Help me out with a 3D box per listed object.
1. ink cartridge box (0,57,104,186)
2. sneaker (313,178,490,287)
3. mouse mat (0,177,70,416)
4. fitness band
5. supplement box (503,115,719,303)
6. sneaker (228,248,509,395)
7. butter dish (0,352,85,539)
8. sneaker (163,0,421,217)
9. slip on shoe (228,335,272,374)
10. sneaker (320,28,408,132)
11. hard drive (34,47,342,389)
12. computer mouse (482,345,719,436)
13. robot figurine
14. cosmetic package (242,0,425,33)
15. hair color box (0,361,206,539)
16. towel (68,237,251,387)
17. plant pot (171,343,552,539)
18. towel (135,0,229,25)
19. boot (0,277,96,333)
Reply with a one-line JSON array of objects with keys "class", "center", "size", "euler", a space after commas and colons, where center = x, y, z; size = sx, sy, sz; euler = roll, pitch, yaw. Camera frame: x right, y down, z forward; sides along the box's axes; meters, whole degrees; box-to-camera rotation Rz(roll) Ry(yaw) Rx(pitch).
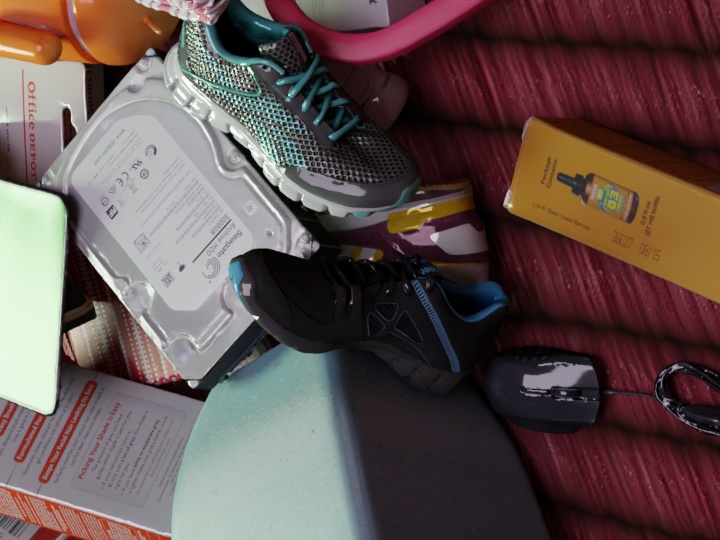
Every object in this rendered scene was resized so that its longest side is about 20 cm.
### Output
[{"class": "ink cartridge box", "center": [-0.261, -0.114, 1.692], "size": [0.200, 0.067, 0.117], "euler": [7, 102, 37]}, {"class": "sneaker", "center": [0.000, 0.000, 1.504], "size": [0.200, 0.075, 0.090], "euler": [-16, 86, 40]}, {"class": "mouse mat", "center": [-0.275, 0.008, 1.578], "size": [0.200, 0.008, 0.161], "euler": [16, 106, 44]}, {"class": "fitness band", "center": [0.024, -0.221, 1.425], "size": [0.200, 0.037, 0.144], "euler": [-31, 88, 10]}, {"class": "supplement box", "center": [0.191, -0.036, 1.356], "size": [0.200, 0.069, 0.067], "euler": [25, 111, 31]}, {"class": "sneaker", "center": [0.006, 0.014, 1.400], "size": [0.082, 0.200, 0.073], "euler": [-49, 42, 29]}, {"class": "butter dish", "center": [-0.246, 0.196, 1.686], "size": [0.200, 0.199, 0.148], "euler": [39, 160, 27]}, {"class": "sneaker", "center": [-0.045, -0.111, 1.405], "size": [0.200, 0.078, 0.091], "euler": [33, 145, 15]}, {"class": "slip on shoe", "center": [-0.119, 0.000, 1.601], "size": [0.200, 0.061, 0.074], "euler": [53, 135, 22]}, {"class": "sneaker", "center": [-0.062, -0.105, 1.521], "size": [0.200, 0.075, 0.081], "euler": [-28, 120, 32]}, {"class": "hard drive", "center": [-0.122, -0.036, 1.487], "size": [0.140, 0.038, 0.200], "euler": [-47, 68, 17]}, {"class": "computer mouse", "center": [0.161, 0.083, 1.417], "size": [0.200, 0.034, 0.059], "euler": [3, 98, 37]}, {"class": "robot figurine", "center": [-0.212, -0.212, 1.589], "size": [0.200, 0.144, 0.117], "euler": [9, 101, 26]}, {"class": "cosmetic package", "center": [-0.037, -0.259, 1.507], "size": [0.151, 0.052, 0.200], "euler": [-3, 95, 39]}, {"class": "hair color box", "center": [-0.199, 0.135, 1.593], "size": [0.200, 0.111, 0.064], "euler": [15, 150, 16]}, {"class": "towel", "center": [-0.160, 0.013, 1.589], "size": [0.200, 0.022, 0.145], "euler": [-16, 91, 48]}, {"class": "plant pot", "center": [-0.007, 0.150, 1.466], "size": [0.196, 0.196, 0.200], "euler": [-31, 58, 37]}, {"class": "towel", "center": [-0.109, -0.240, 1.437], "size": [0.146, 0.030, 0.200], "euler": [-55, 36, -7]}, {"class": "boot", "center": [-0.276, -0.032, 1.614], "size": [0.200, 0.077, 0.138], "euler": [17, 122, 47]}]
